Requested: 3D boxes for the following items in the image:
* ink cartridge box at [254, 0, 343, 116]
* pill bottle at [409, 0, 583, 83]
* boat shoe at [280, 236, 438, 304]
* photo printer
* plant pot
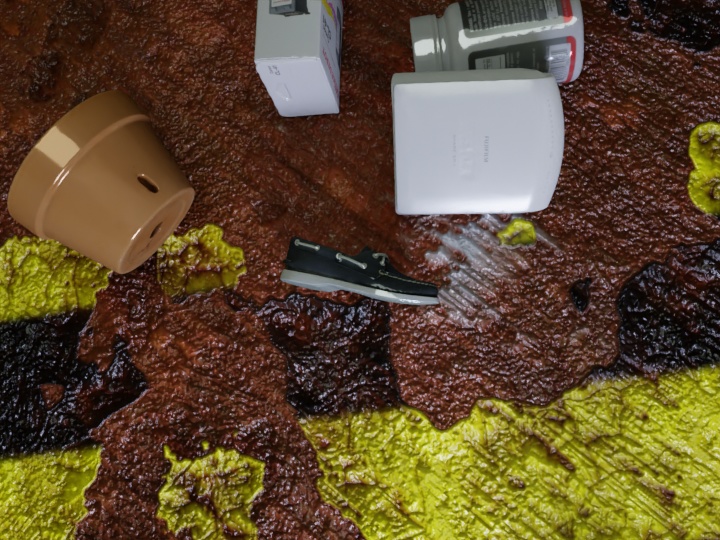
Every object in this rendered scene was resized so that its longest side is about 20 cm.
[{"bbox_3d":[-0.073,-0.319,0.867,0.084,0.148,0.204,-2,77,8],"label":"ink cartridge box"},{"bbox_3d":[0.162,-0.276,0.841,0.196,0.114,0.116,-7,75,6],"label":"pill bottle"},{"bbox_3d":[0.000,0.000,0.817,0.196,0.076,0.061,10,84,9],"label":"boat shoe"},{"bbox_3d":[0.137,-0.148,0.803,0.196,0.070,0.169,1,112,7],"label":"photo printer"},{"bbox_3d":[-0.297,-0.094,0.832,0.140,0.200,0.201,39,84,-2],"label":"plant pot"}]
